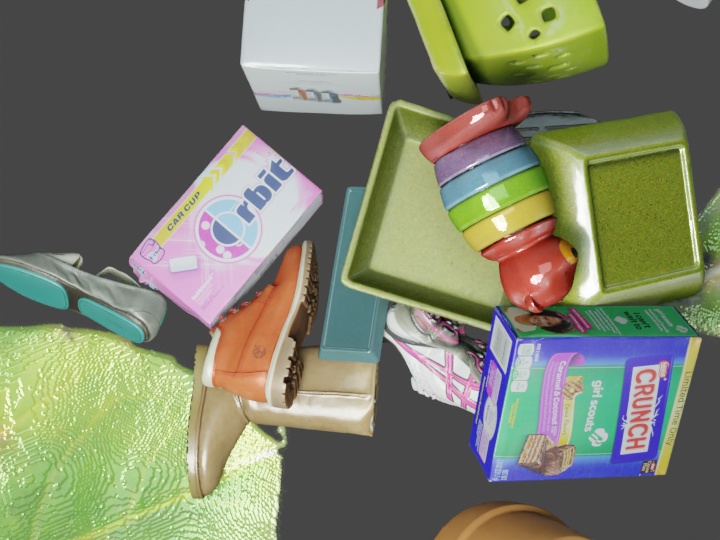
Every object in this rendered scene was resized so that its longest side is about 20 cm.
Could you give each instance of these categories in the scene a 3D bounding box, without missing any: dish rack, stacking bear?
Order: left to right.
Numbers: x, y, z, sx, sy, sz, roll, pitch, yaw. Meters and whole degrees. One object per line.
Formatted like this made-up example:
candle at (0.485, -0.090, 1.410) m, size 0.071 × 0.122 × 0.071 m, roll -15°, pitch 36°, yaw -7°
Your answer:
stacking bear at (0.147, -0.057, 1.526) m, size 0.113 × 0.121 × 0.201 m, roll -27°, pitch 85°, yaw 25°
dish rack at (0.203, -0.075, 1.675) m, size 0.152 × 0.055 × 0.202 m, roll -3°, pitch 83°, yaw 2°

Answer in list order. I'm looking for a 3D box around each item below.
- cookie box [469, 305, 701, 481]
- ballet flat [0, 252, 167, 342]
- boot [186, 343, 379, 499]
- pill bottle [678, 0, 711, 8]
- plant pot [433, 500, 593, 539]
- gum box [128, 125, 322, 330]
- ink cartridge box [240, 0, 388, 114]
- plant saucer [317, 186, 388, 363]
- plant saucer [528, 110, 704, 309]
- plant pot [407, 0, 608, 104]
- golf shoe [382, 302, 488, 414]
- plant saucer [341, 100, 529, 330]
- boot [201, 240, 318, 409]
cookie box at (0.225, 0.123, 1.571) m, size 0.198 × 0.075 × 0.172 m, roll -1°, pitch 119°, yaw -16°
ballet flat at (-0.304, 0.016, 1.699) m, size 0.199 × 0.068 × 0.064 m, roll 23°, pitch 58°, yaw 5°
boot at (-0.083, 0.160, 1.658) m, size 0.198 × 0.066 × 0.177 m, roll 3°, pitch 81°, yaw 3°
pill bottle at (0.395, -0.388, 1.672) m, size 0.108 × 0.109 × 0.201 m, roll 34°, pitch 87°, yaw 7°
plant pot at (0.174, 0.330, 1.545) m, size 0.199 × 0.140 × 0.202 m, roll 5°, pitch 80°, yaw -27°
gum box at (-0.146, -0.040, 1.678) m, size 0.113 × 0.066 × 0.200 m, roll 39°, pitch 82°, yaw 6°
ink cartridge box at (-0.043, -0.257, 1.639) m, size 0.143 × 0.200 × 0.147 m, roll 3°, pitch 84°, yaw 1°
plant saucer at (0.000, 0.000, 1.666) m, size 0.069 × 0.019 × 0.202 m, roll 2°, pitch 71°, yaw 19°
plant saucer at (0.279, -0.056, 1.605) m, size 0.199 × 0.048 × 0.202 m, roll -12°, pitch 96°, yaw -28°
plant pot at (0.145, -0.290, 1.638) m, size 0.180 × 0.199 × 0.201 m, roll -22°, pitch 83°, yaw 7°
golf shoe at (0.103, 0.109, 1.660) m, size 0.200 × 0.073 × 0.092 m, roll 48°, pitch 120°, yaw 2°
plant saucer at (0.097, -0.051, 1.608) m, size 0.198 × 0.048 × 0.202 m, roll 17°, pitch 82°, yaw -5°
boot at (-0.103, 0.047, 1.646) m, size 0.106 × 0.075 × 0.201 m, roll 7°, pitch 54°, yaw 14°
